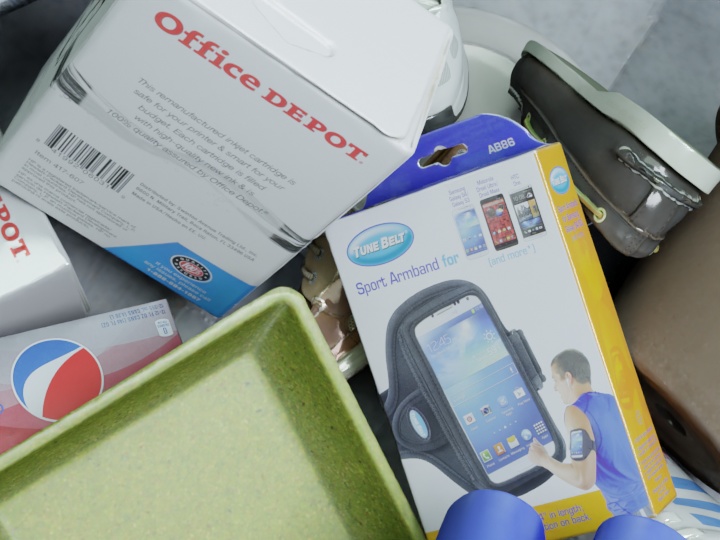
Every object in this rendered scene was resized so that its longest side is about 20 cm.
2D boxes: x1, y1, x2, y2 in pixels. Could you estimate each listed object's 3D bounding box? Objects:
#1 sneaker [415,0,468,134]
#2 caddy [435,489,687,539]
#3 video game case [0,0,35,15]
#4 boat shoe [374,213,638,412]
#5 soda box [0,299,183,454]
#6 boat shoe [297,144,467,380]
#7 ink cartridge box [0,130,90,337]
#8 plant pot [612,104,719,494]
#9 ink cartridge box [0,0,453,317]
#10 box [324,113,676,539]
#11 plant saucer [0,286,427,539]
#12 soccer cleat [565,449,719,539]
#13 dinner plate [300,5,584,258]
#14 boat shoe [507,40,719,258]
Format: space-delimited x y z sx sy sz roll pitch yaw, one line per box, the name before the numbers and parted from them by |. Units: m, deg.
sneaker | 0.016 -0.177 0.981 0.075 0.116 0.202 -6 56 -2
caddy | 0.089 0.188 0.808 0.140 0.201 0.106 7 54 20
video game case | -0.174 -0.165 0.937 0.180 0.200 0.046 -24 100 -6
boat shoe | 0.096 0.016 0.937 0.199 0.068 0.072 -30 87 -11
soda box | -0.182 0.077 0.886 0.198 0.070 0.064 -14 65 -23
boat shoe | 0.000 0.000 0.930 0.199 0.076 0.072 -38 101 -9
ink cartridge box | -0.260 -0.003 0.933 0.199 0.084 0.147 -28 71 -12
plant pot | 0.214 0.018 0.888 0.174 0.200 0.200 -43 74 -8
ink cartridge box | -0.070 -0.080 0.861 0.145 0.200 0.085 33 52 -16
box | 0.061 0.031 0.853 0.118 0.041 0.202 -18 93 28
plant saucer | -0.077 0.137 0.863 0.199 0.048 0.201 -31 105 -14
soccer cleat | 0.140 0.125 0.883 0.199 0.086 0.070 33 98 11
dinner plate | 0.048 -0.065 1.004 0.198 0.024 0.202 0 67 -1
boat shoe | 0.112 -0.064 0.912 0.071 0.201 0.061 33 98 -22
